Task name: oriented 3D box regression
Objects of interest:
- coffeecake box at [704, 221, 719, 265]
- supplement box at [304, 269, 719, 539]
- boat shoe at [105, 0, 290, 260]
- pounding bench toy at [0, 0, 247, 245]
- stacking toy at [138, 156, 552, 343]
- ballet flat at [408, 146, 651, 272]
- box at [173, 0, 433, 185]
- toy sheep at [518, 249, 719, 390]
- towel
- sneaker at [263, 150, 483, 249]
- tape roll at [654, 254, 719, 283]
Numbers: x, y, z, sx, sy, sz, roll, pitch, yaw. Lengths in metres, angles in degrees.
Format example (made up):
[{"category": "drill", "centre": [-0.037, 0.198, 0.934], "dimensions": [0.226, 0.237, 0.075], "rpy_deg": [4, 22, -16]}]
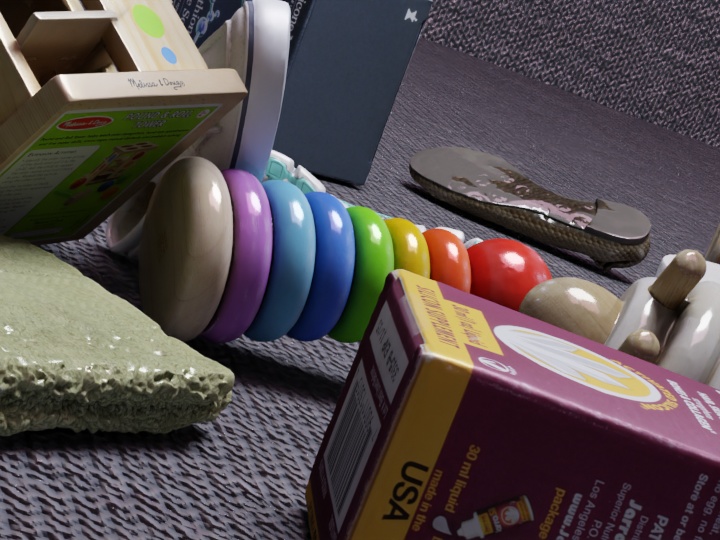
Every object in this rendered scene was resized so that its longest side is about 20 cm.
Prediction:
[{"category": "coffeecake box", "centre": [0.332, 0.018, 1.571], "dimensions": [0.199, 0.073, 0.154], "rpy_deg": [23, -29, 6]}, {"category": "supplement box", "centre": [0.089, 0.091, 0.845], "dimensions": [0.199, 0.104, 0.131], "rpy_deg": [21, 10, -9]}, {"category": "boat shoe", "centre": [-0.092, -0.066, 1.119], "dimensions": [0.085, 0.075, 0.202], "rpy_deg": [9, -30, -13]}, {"category": "pounding bench toy", "centre": [-0.181, -0.103, 0.996], "dimensions": [0.199, 0.124, 0.157], "rpy_deg": [-10, 67, -56]}, {"category": "stacking toy", "centre": [0.000, 0.000, 1.089], "dimensions": [0.198, 0.086, 0.085], "rpy_deg": [7, 16, -24]}, {"category": "ballet flat", "centre": [0.129, -0.045, 1.784], "dimensions": [0.199, 0.047, 0.068], "rpy_deg": [19, 41, 13]}, {"category": "box", "centre": [-0.062, -0.172, 1.726], "dimensions": [0.107, 0.149, 0.200], "rpy_deg": [12, 14, -39]}, {"category": "toy sheep", "centre": [0.154, 0.069, 1.021], "dimensions": [0.199, 0.138, 0.138], "rpy_deg": [36, 11, 2]}, {"category": "towel", "centre": [-0.150, 0.022, 0.891], "dimensions": [0.148, 0.037, 0.199], "rpy_deg": [29, 12, 30]}, {"category": "sneaker", "centre": [-0.020, -0.008, 1.258], "dimensions": [0.199, 0.078, 0.091], "rpy_deg": [25, -6, -2]}, {"category": "tape roll", "centre": [0.267, 0.062, 1.437], "dimensions": [0.201, 0.071, 0.203], "rpy_deg": [21, 10, -4]}]
